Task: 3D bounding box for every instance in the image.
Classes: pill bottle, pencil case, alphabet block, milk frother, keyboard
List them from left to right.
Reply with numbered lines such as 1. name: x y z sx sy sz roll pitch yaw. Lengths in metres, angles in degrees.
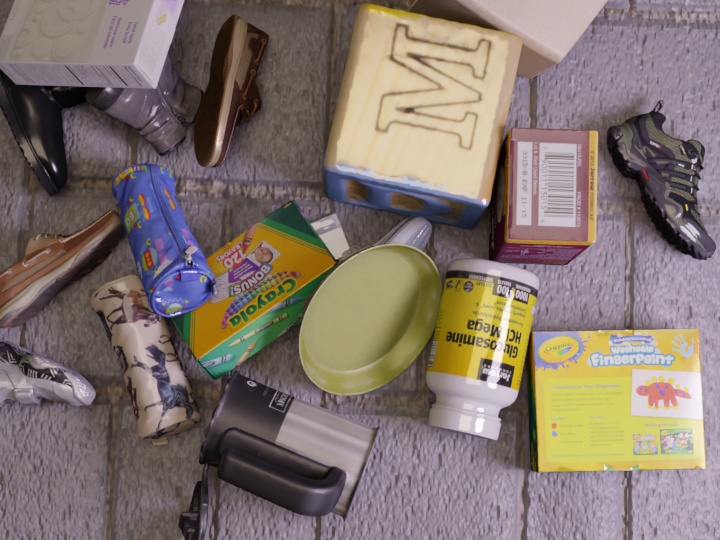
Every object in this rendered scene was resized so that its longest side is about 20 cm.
1. pencil case: -0.257 0.108 1.556 0.078 0.089 0.201 -17 82 -31
2. pencil case: -0.234 -0.041 1.533 0.078 0.087 0.201 1 47 -33
3. keyboard: -0.112 -0.008 1.607 0.199 0.011 0.057 -22 89 -3
4. milk frother: -0.101 0.253 1.523 0.187 0.181 0.201 21 126 3
5. alphabet block: 0.069 -0.176 1.538 0.195 0.195 0.201 12 84 0
6. pill bottle: 0.140 0.094 1.540 0.112 0.112 0.201 11 83 1

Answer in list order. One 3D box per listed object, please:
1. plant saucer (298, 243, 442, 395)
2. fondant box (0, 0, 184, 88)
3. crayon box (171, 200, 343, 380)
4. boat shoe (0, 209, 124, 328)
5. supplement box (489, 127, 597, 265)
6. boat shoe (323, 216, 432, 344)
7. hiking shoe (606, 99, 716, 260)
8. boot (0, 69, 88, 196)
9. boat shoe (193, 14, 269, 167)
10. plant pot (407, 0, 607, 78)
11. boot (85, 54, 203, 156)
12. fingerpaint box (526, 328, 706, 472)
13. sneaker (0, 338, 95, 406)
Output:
1. plant saucer: 0.007 0.053 1.532 0.200 0.200 0.031 -44 43 -6
2. fondant box: -0.315 -0.290 1.524 0.199 0.058 0.145 5 68 22
3. crayon box: -0.126 0.022 1.542 0.200 0.058 0.119 -35 55 -2
4. boat shoe: -0.375 -0.014 1.574 0.200 0.076 0.072 -38 82 -6
5. supplement box: 0.210 -0.083 1.519 0.103 0.200 0.132 2 82 1
6. boat shoe: 0.000 0.000 1.571 0.067 0.074 0.200 38 78 24
7. hiking shoe: 0.389 -0.111 1.587 0.100 0.076 0.201 -32 83 -1
8. boot: -0.358 -0.211 1.605 0.162 0.073 0.199 -26 85 -9
9. boat shoe: -0.151 -0.214 1.599 0.072 0.072 0.201 21 65 -29
10. plant pot: 0.196 -0.347 1.569 0.177 0.200 0.200 38 84 -7
11. boot: -0.244 -0.251 1.597 0.131 0.070 0.201 34 73 -33
12. fingerpaint box: 0.301 0.155 1.552 0.199 0.073 0.168 -2 83 -1
13. sneaker: -0.420 0.148 1.553 0.199 0.075 0.115 22 83 8
